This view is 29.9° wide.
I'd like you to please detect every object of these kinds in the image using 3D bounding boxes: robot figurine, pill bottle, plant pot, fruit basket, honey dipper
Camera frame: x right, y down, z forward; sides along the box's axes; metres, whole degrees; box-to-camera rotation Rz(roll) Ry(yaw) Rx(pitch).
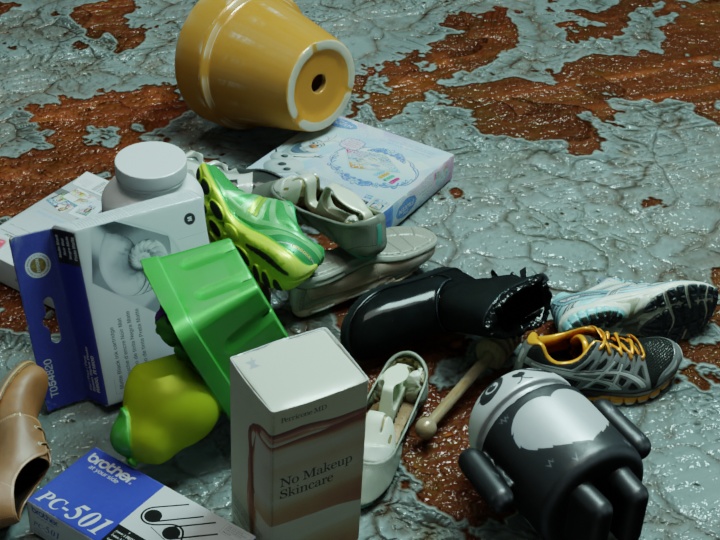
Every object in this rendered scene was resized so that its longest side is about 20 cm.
[{"bbox_3d":[0.188,0.179,1.285,0.150,0.125,0.200,24,17,-43],"label":"robot figurine"},{"bbox_3d":[-0.228,-0.037,1.493,0.112,0.200,0.113,1,36,-1],"label":"pill bottle"},{"bbox_3d":[-0.114,-0.270,1.804,0.183,0.200,0.200,27,42,37],"label":"plant pot"},{"bbox_3d":[-0.167,0.098,1.333,0.215,0.216,0.156,-12,39,-19],"label":"fruit basket"},{"bbox_3d":[0.112,0.119,1.439,0.038,0.038,0.200,22,41,24],"label":"honey dipper"}]

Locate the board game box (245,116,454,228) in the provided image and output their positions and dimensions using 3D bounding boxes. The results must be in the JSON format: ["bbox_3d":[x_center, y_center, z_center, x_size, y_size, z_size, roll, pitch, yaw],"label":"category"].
[{"bbox_3d":[-0.012,-0.126,1.755,0.200,0.043,0.199,21,38,24],"label":"board game box"}]

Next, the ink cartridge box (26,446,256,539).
[{"bbox_3d":[-0.203,0.243,1.244,0.200,0.044,0.094,23,39,26],"label":"ink cartridge box"}]

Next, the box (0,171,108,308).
[{"bbox_3d":[-0.341,-0.038,1.622,0.156,0.041,0.200,23,40,26],"label":"box"}]

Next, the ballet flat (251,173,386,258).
[{"bbox_3d":[-0.047,-0.080,1.567,0.200,0.064,0.067,28,41,34],"label":"ballet flat"}]

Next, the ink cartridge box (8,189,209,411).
[{"bbox_3d":[-0.244,0.035,1.397,0.200,0.200,0.041,-18,23,-25],"label":"ink cartridge box"}]

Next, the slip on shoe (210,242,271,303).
[{"bbox_3d":[-0.144,-0.010,1.578,0.076,0.061,0.200,-3,37,-8],"label":"slip on shoe"}]

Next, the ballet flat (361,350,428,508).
[{"bbox_3d":[0.018,0.153,1.364,0.067,0.064,0.200,13,38,15],"label":"ballet flat"}]

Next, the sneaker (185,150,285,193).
[{"bbox_3d":[-0.166,-0.085,1.681,0.200,0.074,0.089,14,50,19],"label":"sneaker"}]

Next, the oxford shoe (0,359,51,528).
[{"bbox_3d":[-0.329,0.170,1.311,0.071,0.071,0.200,-2,45,9],"label":"oxford shoe"}]

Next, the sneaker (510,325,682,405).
[{"bbox_3d":[0.257,0.096,1.446,0.200,0.077,0.078,-8,36,-17],"label":"sneaker"}]

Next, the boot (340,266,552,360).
[{"bbox_3d":[0.097,0.049,1.458,0.198,0.073,0.162,-25,21,-34],"label":"boot"}]

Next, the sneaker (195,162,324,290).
[{"bbox_3d":[-0.119,-0.051,1.532,0.084,0.074,0.200,-24,56,-38],"label":"sneaker"}]

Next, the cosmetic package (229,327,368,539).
[{"bbox_3d":[-0.057,0.165,1.227,0.103,0.200,0.087,-17,39,-24],"label":"cosmetic package"}]

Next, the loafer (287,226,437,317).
[{"bbox_3d":[0.000,0.000,1.580,0.200,0.063,0.072,-16,36,-29],"label":"loafer"}]

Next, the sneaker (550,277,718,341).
[{"bbox_3d":[0.310,0.034,1.535,0.200,0.078,0.086,-9,34,-15],"label":"sneaker"}]
